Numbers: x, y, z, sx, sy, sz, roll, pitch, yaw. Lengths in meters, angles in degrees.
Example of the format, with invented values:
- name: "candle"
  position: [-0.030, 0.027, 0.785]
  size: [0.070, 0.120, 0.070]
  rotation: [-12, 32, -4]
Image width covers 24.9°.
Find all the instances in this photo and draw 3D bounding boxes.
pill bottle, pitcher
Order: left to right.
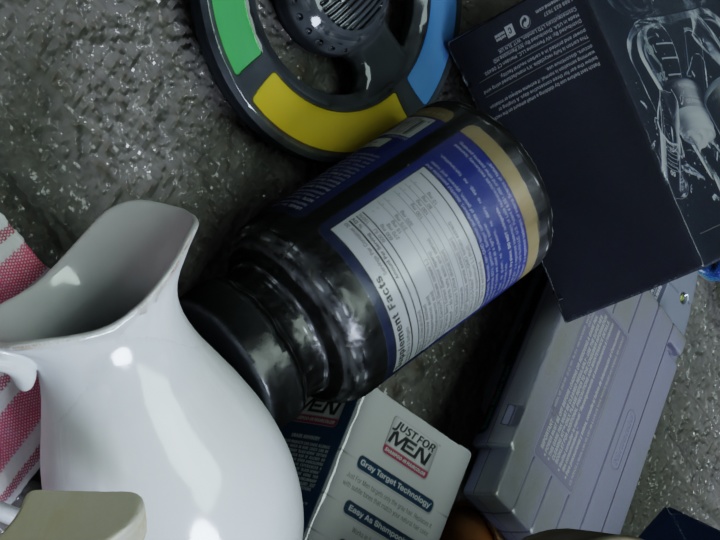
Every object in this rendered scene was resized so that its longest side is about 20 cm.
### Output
- name: "pitcher"
  position: [-0.120, 0.093, 0.766]
  size: [0.171, 0.121, 0.201]
  rotation: [-30, 120, -22]
- name: "pill bottle"
  position: [0.000, 0.000, 0.878]
  size: [0.200, 0.112, 0.112]
  rotation: [-35, 115, -27]

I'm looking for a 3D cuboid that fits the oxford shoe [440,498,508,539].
- name: "oxford shoe"
  position: [0.053, 0.238, 0.978]
  size: [0.071, 0.071, 0.202]
  rotation: [4, 88, -32]

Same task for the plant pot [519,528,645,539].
- name: "plant pot"
  position: [0.056, 0.220, 0.824]
  size: [0.199, 0.173, 0.202]
  rotation: [-3, 95, -43]

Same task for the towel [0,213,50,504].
- name: "towel"
  position: [-0.206, 0.029, 0.753]
  size: [0.147, 0.030, 0.200]
  rotation: [-55, 125, -26]

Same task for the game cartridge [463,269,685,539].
- name: "game cartridge"
  position: [0.135, 0.086, 1.014]
  size: [0.130, 0.038, 0.201]
  rotation: [45, 55, -30]

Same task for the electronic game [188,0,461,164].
- name: "electronic game"
  position: [-0.015, -0.160, 0.914]
  size: [0.199, 0.041, 0.202]
  rotation: [-3, 94, -42]

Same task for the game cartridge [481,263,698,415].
- name: "game cartridge"
  position: [0.161, 0.043, 1.091]
  size: [0.133, 0.041, 0.201]
  rotation: [40, 66, -33]

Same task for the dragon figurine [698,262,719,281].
- name: "dragon figurine"
  position: [0.286, -0.028, 1.159]
  size: [0.059, 0.099, 0.201]
  rotation: [-19, 105, -40]

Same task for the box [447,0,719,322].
- name: "box"
  position: [0.178, -0.089, 1.000]
  size: [0.200, 0.104, 0.183]
  rotation: [-21, 87, -50]

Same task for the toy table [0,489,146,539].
- name: "toy table"
  position: [-0.189, 0.135, 0.662]
  size: [0.117, 0.199, 0.185]
  rotation: [-88, -170, -52]

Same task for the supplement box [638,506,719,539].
- name: "supplement box"
  position: [0.185, 0.294, 0.992]
  size: [0.200, 0.134, 0.201]
  rotation: [-33, 138, -47]

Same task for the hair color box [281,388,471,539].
- name: "hair color box"
  position: [-0.021, 0.169, 0.910]
  size: [0.100, 0.060, 0.201]
  rotation: [37, 68, -38]
